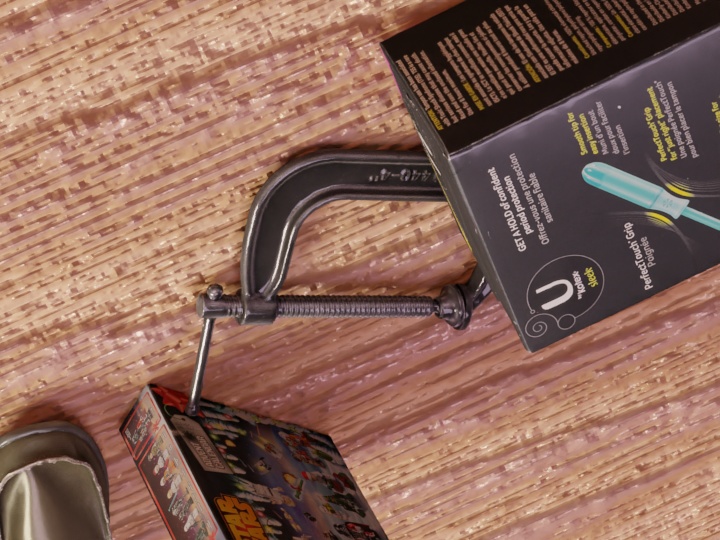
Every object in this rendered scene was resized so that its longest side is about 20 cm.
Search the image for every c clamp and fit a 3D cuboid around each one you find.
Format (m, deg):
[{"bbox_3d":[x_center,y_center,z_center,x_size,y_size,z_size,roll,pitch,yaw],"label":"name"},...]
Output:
[{"bbox_3d":[0.000,0.000,1.603,0.200,0.027,0.171,-4,124,-19],"label":"c clamp"}]

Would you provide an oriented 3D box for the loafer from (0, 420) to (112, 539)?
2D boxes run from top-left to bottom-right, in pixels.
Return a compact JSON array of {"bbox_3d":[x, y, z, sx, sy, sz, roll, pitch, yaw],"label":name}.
[{"bbox_3d":[-0.173,0.170,1.645,0.075,0.070,0.200,-17,133,-8],"label":"loafer"}]

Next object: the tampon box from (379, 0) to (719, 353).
[{"bbox_3d":[0.138,-0.082,1.504,0.200,0.126,0.150,-25,128,-2],"label":"tampon box"}]

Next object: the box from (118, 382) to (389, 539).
[{"bbox_3d":[-0.046,0.150,1.590,0.137,0.200,0.040,18,114,-34],"label":"box"}]
